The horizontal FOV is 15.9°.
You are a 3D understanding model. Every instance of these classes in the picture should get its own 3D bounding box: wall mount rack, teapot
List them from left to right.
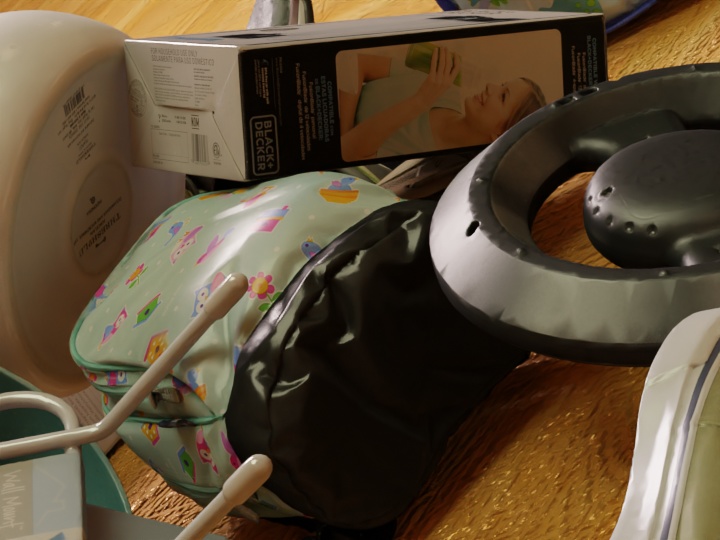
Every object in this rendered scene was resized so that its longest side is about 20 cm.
[{"bbox_3d":[-0.186,-0.034,1.227,0.146,0.198,0.200,11,-6,23],"label":"teapot"},{"bbox_3d":[-0.116,0.081,0.981,0.173,0.075,0.200,-12,36,1],"label":"wall mount rack"}]

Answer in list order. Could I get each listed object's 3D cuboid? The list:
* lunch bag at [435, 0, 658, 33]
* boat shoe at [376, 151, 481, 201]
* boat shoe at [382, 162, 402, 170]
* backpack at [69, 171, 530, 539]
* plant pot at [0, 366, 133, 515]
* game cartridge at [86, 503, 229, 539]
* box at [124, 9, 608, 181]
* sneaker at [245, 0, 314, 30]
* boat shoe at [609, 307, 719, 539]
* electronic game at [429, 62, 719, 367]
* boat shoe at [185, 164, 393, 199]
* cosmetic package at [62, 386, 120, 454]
[{"bbox_3d":[0.144,-0.218,1.466,0.200,0.128,0.170,-15,29,37],"label":"lunch bag"},{"bbox_3d":[0.000,0.000,1.238,0.200,0.071,0.065,-38,15,-10],"label":"boat shoe"},{"bbox_3d":[0.001,-0.075,1.451,0.200,0.069,0.084,-30,16,34],"label":"boat shoe"},{"bbox_3d":[-0.031,0.034,1.098,0.167,0.127,0.200,-44,20,-24],"label":"backpack"},{"bbox_3d":[-0.209,0.147,1.108,0.200,0.200,0.135,-54,-7,-47],"label":"plant pot"},{"bbox_3d":[-0.128,0.162,0.975,0.133,0.042,0.200,9,35,16],"label":"game cartridge"},{"bbox_3d":[0.004,-0.085,1.200,0.199,0.060,0.117,-8,10,-30],"label":"box"},{"bbox_3d":[-0.093,-0.069,1.386,0.076,0.115,0.201,172,109,-78],"label":"sneaker"},{"bbox_3d":[0.117,0.080,0.796,0.062,0.072,0.200,-3,32,20],"label":"boat shoe"},{"bbox_3d":[0.125,-0.024,0.983,0.199,0.042,0.200,-10,31,6],"label":"electronic game"},{"bbox_3d":[-0.066,-0.054,1.324,0.060,0.201,0.072,-14,-56,-81],"label":"boat shoe"},{"bbox_3d":[-0.210,0.101,1.384,0.113,0.081,0.200,-14,26,51],"label":"cosmetic package"}]
